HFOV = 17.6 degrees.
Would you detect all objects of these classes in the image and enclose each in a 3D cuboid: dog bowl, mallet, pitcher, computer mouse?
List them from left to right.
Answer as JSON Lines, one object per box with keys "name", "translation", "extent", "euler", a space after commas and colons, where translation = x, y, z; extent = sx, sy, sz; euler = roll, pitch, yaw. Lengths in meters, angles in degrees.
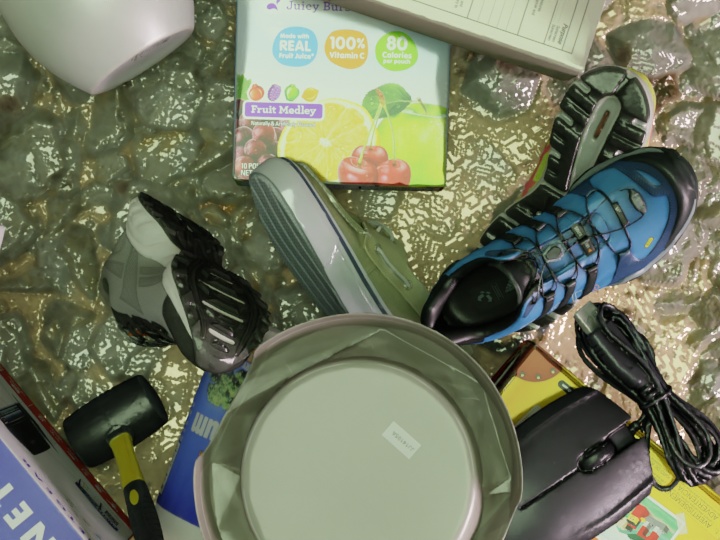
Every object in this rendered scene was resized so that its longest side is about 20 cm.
{"name": "pitcher", "translation": [-0.190, -0.221, 1.475], "extent": [0.121, 0.172, 0.200], "euler": [-33, 89, -9]}
{"name": "mallet", "translation": [-0.135, 0.128, 1.472], "extent": [0.066, 0.200, 0.041], "euler": [-35, 120, -4]}
{"name": "dog bowl", "translation": [0.001, 0.126, 1.412], "extent": [0.200, 0.059, 0.201], "euler": [0, 88, 6]}
{"name": "computer mouse", "translation": [0.119, 0.125, 1.456], "extent": [0.200, 0.053, 0.139], "euler": [-38, 91, 0]}

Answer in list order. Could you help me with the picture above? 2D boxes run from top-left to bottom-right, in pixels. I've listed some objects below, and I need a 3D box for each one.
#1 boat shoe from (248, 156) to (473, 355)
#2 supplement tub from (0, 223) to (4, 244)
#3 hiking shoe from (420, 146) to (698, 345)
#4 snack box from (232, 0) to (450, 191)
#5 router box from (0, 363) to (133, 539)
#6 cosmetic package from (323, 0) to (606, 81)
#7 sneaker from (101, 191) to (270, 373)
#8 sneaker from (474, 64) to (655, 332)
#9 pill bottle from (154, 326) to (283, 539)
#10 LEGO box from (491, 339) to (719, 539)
{"name": "boat shoe", "translation": [0.000, 0.000, 1.518], "extent": [0.062, 0.072, 0.200], "euler": [-41, 113, -17]}
{"name": "supplement tub", "translation": [-0.289, 0.052, 1.317], "extent": [0.132, 0.132, 0.200], "euler": [18, 91, 0]}
{"name": "hiking shoe", "translation": [0.123, -0.004, 1.445], "extent": [0.200, 0.087, 0.074], "euler": [-35, 92, 26]}
{"name": "snack box", "translation": [-0.012, -0.154, 1.533], "extent": [0.142, 0.053, 0.201], "euler": [2, 89, -1]}
{"name": "router box", "translation": [-0.230, 0.114, 1.471], "extent": [0.049, 0.179, 0.200], "euler": [-39, 90, 1]}
{"name": "cosmetic package", "translation": [0.057, -0.200, 1.472], "extent": [0.200, 0.073, 0.104], "euler": [19, 88, -6]}
{"name": "sneaker", "translation": [-0.116, 0.023, 1.475], "extent": [0.074, 0.200, 0.079], "euler": [29, 100, -26]}
{"name": "sneaker", "translation": [0.143, -0.047, 1.524], "extent": [0.078, 0.090, 0.200], "euler": [33, 113, 8]}
{"name": "pill bottle", "translation": [-0.070, 0.139, 1.505], "extent": [0.112, 0.112, 0.200], "euler": [20, 89, 0]}
{"name": "LEGO box", "translation": [0.140, 0.165, 1.521], "extent": [0.200, 0.077, 0.149], "euler": [40, 91, 0]}
